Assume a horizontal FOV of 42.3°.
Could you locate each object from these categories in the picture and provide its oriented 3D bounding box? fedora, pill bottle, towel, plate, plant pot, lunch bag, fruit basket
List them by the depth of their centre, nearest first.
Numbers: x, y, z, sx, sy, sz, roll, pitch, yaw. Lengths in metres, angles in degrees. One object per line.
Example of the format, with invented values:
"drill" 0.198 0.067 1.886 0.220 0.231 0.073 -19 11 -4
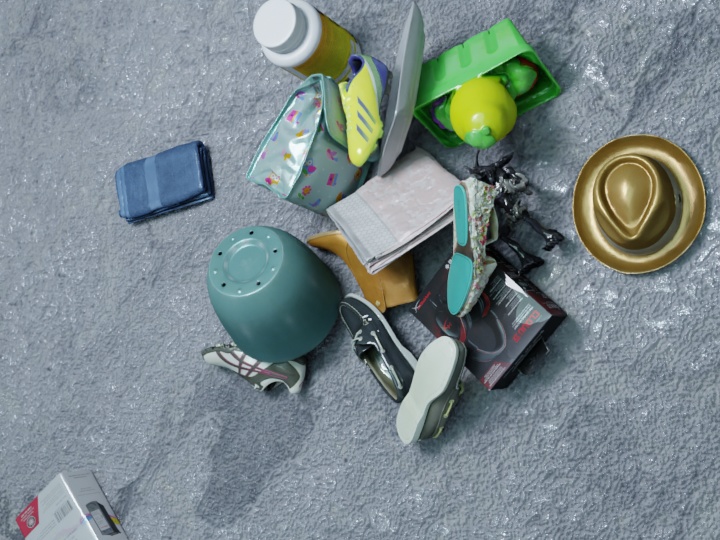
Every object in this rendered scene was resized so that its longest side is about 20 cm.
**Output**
"fedora" 0.380 -0.097 1.297 0.200 0.082 0.201 -3 83 27
"fruit basket" 0.186 -0.245 1.372 0.215 0.155 0.216 -13 63 28
"towel" 0.056 -0.098 1.409 0.191 0.032 0.200 -34 35 -1
"plate" 0.064 -0.268 1.413 0.032 0.200 0.200 10 68 -4
"plant pot" -0.150 0.023 1.476 0.200 0.161 0.201 -9 58 15
"lunch bag" -0.060 -0.198 1.485 0.122 0.170 0.200 30 95 35
"pill bottle" -0.087 -0.367 1.503 0.109 0.200 0.110 -3 83 26
"towel" -0.361 -0.162 1.706 0.199 0.048 0.112 -14 78 26

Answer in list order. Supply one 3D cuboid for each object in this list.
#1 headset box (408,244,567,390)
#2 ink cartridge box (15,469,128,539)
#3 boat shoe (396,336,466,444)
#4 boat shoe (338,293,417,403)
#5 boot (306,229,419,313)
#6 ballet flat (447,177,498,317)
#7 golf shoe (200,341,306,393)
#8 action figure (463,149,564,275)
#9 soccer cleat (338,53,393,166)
"headset box" 0.193 0.069 1.373 0.200 0.075 0.149 45 110 24
"ink cartridge box" -0.517 0.487 1.690 0.148 0.086 0.200 -43 69 16
"boat shoe" 0.114 0.176 1.376 0.072 0.060 0.202 60 139 44
"boat shoe" 0.022 0.120 1.455 0.200 0.060 0.076 46 145 26
"boot" 0.001 0.000 1.493 0.201 0.071 0.145 -7 95 40
"ballet flat" 0.164 -0.031 1.310 0.076 0.064 0.201 -142 51 -63
"golf shoe" -0.184 0.161 1.564 0.199 0.077 0.088 -1 90 27
"action figure" 0.210 -0.098 1.376 0.119 0.102 0.200 -44 70 21
"soccer cleat" -0.003 -0.248 1.434 0.065 0.084 0.201 -37 37 52
